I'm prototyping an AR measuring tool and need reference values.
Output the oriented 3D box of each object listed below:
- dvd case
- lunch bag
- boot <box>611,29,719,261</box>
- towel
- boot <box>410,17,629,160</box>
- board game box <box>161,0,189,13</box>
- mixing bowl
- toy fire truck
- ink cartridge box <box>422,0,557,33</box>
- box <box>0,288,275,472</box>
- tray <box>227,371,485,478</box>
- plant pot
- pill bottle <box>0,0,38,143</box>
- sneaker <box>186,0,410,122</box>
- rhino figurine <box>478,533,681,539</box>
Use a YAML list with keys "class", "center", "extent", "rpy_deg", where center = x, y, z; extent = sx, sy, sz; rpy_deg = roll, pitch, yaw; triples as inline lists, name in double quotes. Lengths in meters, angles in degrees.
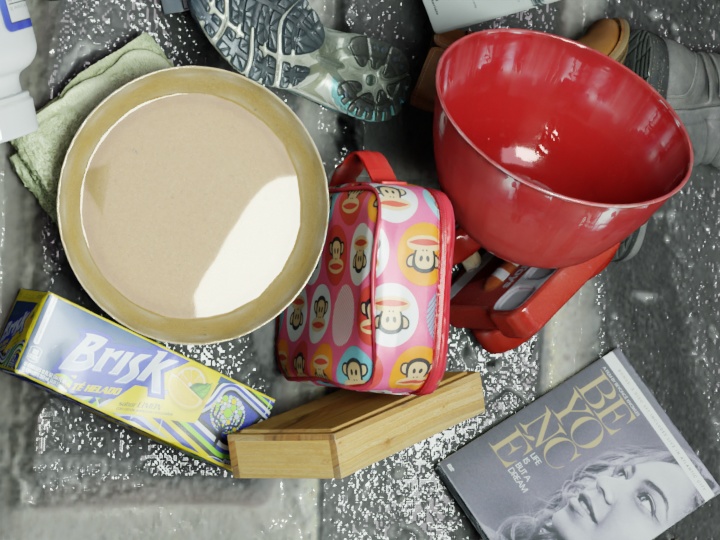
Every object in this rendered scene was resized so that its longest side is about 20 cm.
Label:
- class: "dvd case"
  center: [0.181, 0.172, 1.743]
  extent: [0.199, 0.016, 0.149]
  rpy_deg: [-30, 77, -24]
- class: "lunch bag"
  center: [0.000, 0.000, 1.577]
  extent: [0.081, 0.200, 0.178]
  rpy_deg: [2, 91, -23]
- class: "boot"
  center: [0.270, -0.097, 1.792]
  extent: [0.131, 0.070, 0.202]
  rpy_deg: [12, 90, -33]
- class: "towel"
  center: [-0.159, -0.060, 1.582]
  extent: [0.148, 0.036, 0.201]
  rpy_deg: [-40, 109, -20]
- class: "boot"
  center: [0.130, -0.162, 1.710]
  extent: [0.154, 0.077, 0.201]
  rpy_deg: [19, 45, 6]
- class: "board game box"
  center: [-0.080, -0.316, 1.611]
  extent: [0.198, 0.041, 0.202]
  rpy_deg: [-18, 100, -26]
- class: "mixing bowl"
  center: [0.132, -0.075, 1.553]
  extent: [0.198, 0.201, 0.109]
  rpy_deg: [-2, 135, -28]
- class: "toy fire truck"
  center: [0.153, -0.021, 1.672]
  extent: [0.200, 0.168, 0.113]
  rpy_deg: [-42, 110, -20]
- class: "ink cartridge box"
  center: [0.155, -0.260, 1.631]
  extent: [0.146, 0.199, 0.084]
  rpy_deg: [-32, 106, -41]
- class: "box"
  center: [-0.168, 0.082, 1.562]
  extent: [0.199, 0.070, 0.065]
  rpy_deg: [27, 80, -26]
- class: "tray"
  center: [0.000, 0.113, 1.590]
  extent: [0.199, 0.098, 0.037]
  rpy_deg: [-20, 103, -54]
- class: "plant pot"
  center: [-0.122, -0.047, 1.543]
  extent: [0.198, 0.027, 0.202]
  rpy_deg: [0, 90, -10]
- class: "pill bottle"
  center: [-0.289, -0.184, 1.467]
  extent: [0.111, 0.112, 0.202]
  rpy_deg: [-18, 100, -26]
- class: "sneaker"
  center: [-0.060, -0.166, 1.599]
  extent: [0.199, 0.086, 0.078]
  rpy_deg: [28, 80, -35]
- class: "rhino figurine"
  center: [0.183, 0.247, 1.760]
  extent: [0.199, 0.060, 0.088]
  rpy_deg: [18, 81, -26]
